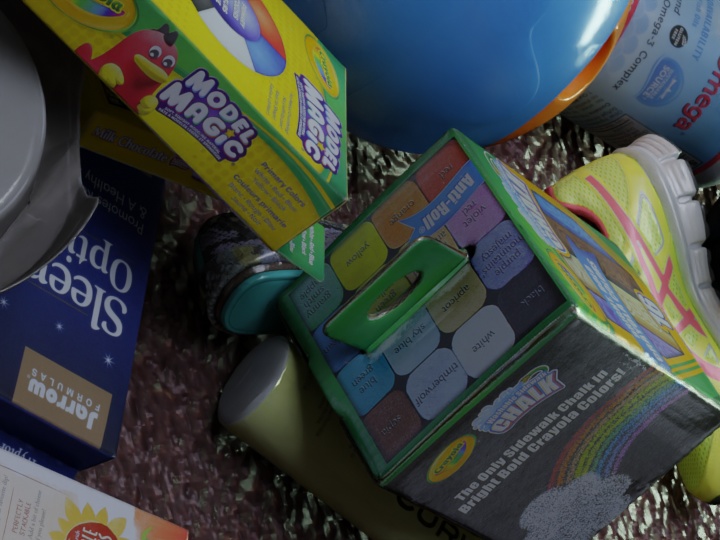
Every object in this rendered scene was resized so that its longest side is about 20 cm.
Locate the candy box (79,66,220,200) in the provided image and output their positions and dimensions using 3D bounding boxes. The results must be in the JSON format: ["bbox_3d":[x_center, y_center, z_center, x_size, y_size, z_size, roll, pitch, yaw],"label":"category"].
[{"bbox_3d":[-0.105,-0.112,1.202,0.102,0.026,0.201,23,31,-35],"label":"candy box"}]

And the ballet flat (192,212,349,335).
[{"bbox_3d":[0.000,0.000,1.255,0.199,0.072,0.073,8,61,-40],"label":"ballet flat"}]

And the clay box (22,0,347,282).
[{"bbox_3d":[-0.067,-0.096,1.107,0.200,0.047,0.115,44,24,-27],"label":"clay box"}]

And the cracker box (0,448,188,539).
[{"bbox_3d":[-0.174,0.135,1.018,0.199,0.058,0.135,28,57,-28],"label":"cracker box"}]

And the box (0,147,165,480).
[{"bbox_3d":[-0.148,0.003,1.123,0.121,0.032,0.201,32,53,-36],"label":"box"}]

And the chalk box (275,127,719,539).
[{"bbox_3d":[0.053,0.032,1.175,0.200,0.124,0.124,33,20,-48],"label":"chalk box"}]

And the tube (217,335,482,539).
[{"bbox_3d":[0.021,0.106,1.222,0.200,0.052,0.058,40,79,-23],"label":"tube"}]

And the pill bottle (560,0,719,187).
[{"bbox_3d":[0.172,-0.115,1.437,0.199,0.109,0.109,28,50,-26],"label":"pill bottle"}]

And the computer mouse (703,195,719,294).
[{"bbox_3d":[0.213,-0.020,1.387,0.052,0.200,0.140,5,67,0],"label":"computer mouse"}]

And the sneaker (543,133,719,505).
[{"bbox_3d":[0.149,0.033,1.368,0.090,0.078,0.201,-13,78,-21],"label":"sneaker"}]

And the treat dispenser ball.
[{"bbox_3d":[0.040,-0.159,1.281,0.200,0.201,0.202,21,54,-31],"label":"treat dispenser ball"}]

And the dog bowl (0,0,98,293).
[{"bbox_3d":[-0.203,-0.063,1.050,0.199,0.059,0.201,12,60,-21],"label":"dog bowl"}]
